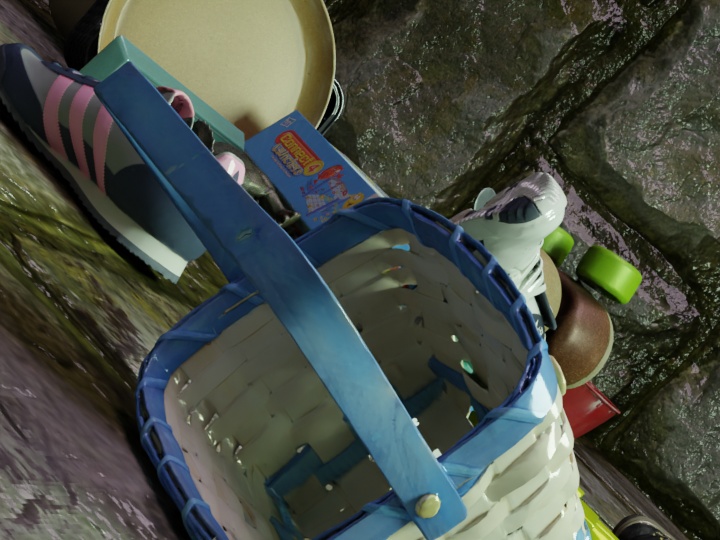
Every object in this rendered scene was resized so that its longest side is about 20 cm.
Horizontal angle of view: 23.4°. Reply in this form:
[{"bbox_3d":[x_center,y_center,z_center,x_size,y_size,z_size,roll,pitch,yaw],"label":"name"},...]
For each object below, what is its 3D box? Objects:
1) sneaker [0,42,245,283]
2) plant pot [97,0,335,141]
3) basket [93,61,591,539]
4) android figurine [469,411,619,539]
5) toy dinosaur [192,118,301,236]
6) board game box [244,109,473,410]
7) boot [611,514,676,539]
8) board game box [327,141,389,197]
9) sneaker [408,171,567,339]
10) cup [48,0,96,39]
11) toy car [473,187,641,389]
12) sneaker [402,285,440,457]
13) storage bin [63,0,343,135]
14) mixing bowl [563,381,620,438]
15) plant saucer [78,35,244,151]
[{"bbox_3d":[-0.137,-0.081,0.982,0.200,0.082,0.070,45,5,29],"label":"sneaker"},{"bbox_3d":[-0.115,-0.168,1.372,0.200,0.201,0.027,42,-11,-23],"label":"plant pot"},{"bbox_3d":[-0.014,0.031,0.599,0.200,0.139,0.176,53,-2,-38],"label":"basket"},{"bbox_3d":[0.151,0.181,1.496,0.200,0.041,0.182,46,4,12],"label":"android figurine"},{"bbox_3d":[-0.094,-0.059,1.263,0.103,0.077,0.200,58,10,9],"label":"toy dinosaur"},{"bbox_3d":[0.000,0.000,1.338,0.197,0.056,0.200,63,-7,-34],"label":"board game box"},{"bbox_3d":[0.332,0.317,1.643,0.200,0.073,0.151,39,3,-7],"label":"boot"},{"bbox_3d":[-0.030,-0.056,1.690,0.105,0.103,0.200,44,3,7],"label":"board game box"},{"bbox_3d":[0.112,0.012,1.246,0.130,0.079,0.199,58,-30,-3],"label":"sneaker"},{"bbox_3d":[-0.205,-0.258,1.618,0.142,0.202,0.200,9,-14,29],"label":"cup"},{"bbox_3d":[0.115,0.015,1.461,0.157,0.165,0.200,30,-5,41],"label":"toy car"},{"bbox_3d":[0.044,0.054,1.146,0.074,0.118,0.200,44,5,-15],"label":"sneaker"},{"bbox_3d":[-0.130,-0.162,1.438,0.200,0.135,0.094,42,-6,-24],"label":"storage bin"},{"bbox_3d":[0.158,0.114,1.780,0.200,0.108,0.200,44,3,-3],"label":"mixing bowl"},{"bbox_3d":[-0.146,-0.103,1.243,0.019,0.070,0.200,52,7,25],"label":"plant saucer"}]
